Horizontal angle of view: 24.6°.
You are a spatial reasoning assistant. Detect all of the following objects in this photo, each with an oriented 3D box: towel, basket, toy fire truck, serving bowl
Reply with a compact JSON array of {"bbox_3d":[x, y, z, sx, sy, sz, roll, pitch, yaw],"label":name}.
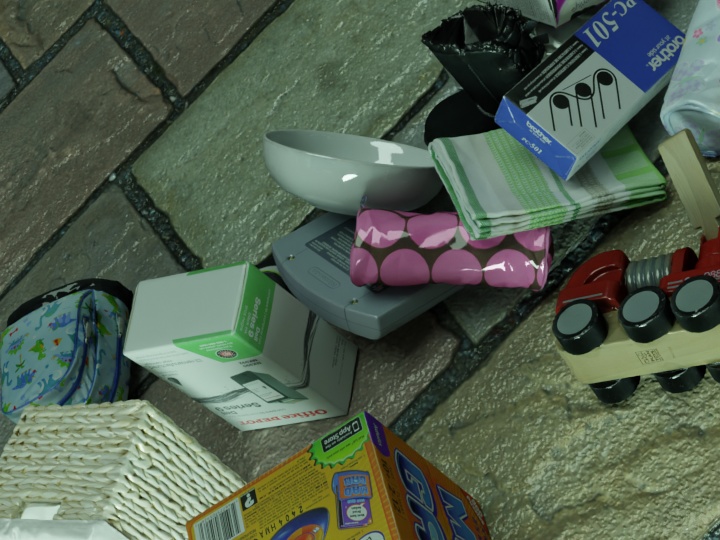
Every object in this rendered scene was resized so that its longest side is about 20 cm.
[{"bbox_3d":[0.179,-0.101,1.594,0.198,0.031,0.150,-13,43,-9],"label":"towel"},{"bbox_3d":[-0.251,0.243,1.653,0.197,0.200,0.162,-5,55,36],"label":"basket"},{"bbox_3d":[0.267,-0.006,1.479,0.175,0.129,0.201,-13,41,32],"label":"toy fire truck"},{"bbox_3d":[-0.008,-0.097,1.727,0.199,0.199,0.067,21,108,45],"label":"serving bowl"}]

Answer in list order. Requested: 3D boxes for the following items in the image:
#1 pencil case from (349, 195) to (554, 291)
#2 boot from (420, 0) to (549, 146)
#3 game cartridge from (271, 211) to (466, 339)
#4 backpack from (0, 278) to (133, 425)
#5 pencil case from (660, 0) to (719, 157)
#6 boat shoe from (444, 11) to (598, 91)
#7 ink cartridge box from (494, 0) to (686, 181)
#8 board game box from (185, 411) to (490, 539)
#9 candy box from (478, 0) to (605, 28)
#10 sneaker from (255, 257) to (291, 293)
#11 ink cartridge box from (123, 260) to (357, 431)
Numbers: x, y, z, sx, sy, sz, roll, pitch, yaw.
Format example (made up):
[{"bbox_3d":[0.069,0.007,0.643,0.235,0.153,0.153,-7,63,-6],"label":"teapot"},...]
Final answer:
[{"bbox_3d":[0.090,-0.023,1.607,0.198,0.094,0.092,4,82,10],"label":"pencil case"},{"bbox_3d":[0.117,-0.193,1.689,0.197,0.162,0.074,-4,57,37],"label":"boot"},{"bbox_3d":[0.000,0.000,1.700,0.133,0.042,0.200,-33,39,-20],"label":"game cartridge"},{"bbox_3d":[-0.335,0.115,1.870,0.162,0.154,0.202,-22,61,17],"label":"backpack"},{"bbox_3d":[0.352,-0.210,1.570,0.090,0.083,0.202,5,64,35],"label":"pencil case"},{"bbox_3d":[0.171,-0.244,1.738,0.200,0.086,0.075,-10,55,35],"label":"boat shoe"},{"bbox_3d":[0.228,-0.183,1.595,0.094,0.044,0.200,41,61,12],"label":"ink cartridge box"},{"bbox_3d":[-0.001,0.287,1.415,0.199,0.200,0.201,-32,45,16],"label":"board game box"},{"bbox_3d":[0.193,-0.322,1.704,0.136,0.061,0.200,-30,31,-16],"label":"candy box"},{"bbox_3d":[-0.149,0.049,1.821,0.199,0.072,0.083,-27,23,21],"label":"sneaker"},{"bbox_3d":[-0.116,0.080,1.659,0.145,0.200,0.085,-11,57,33],"label":"ink cartridge box"}]
